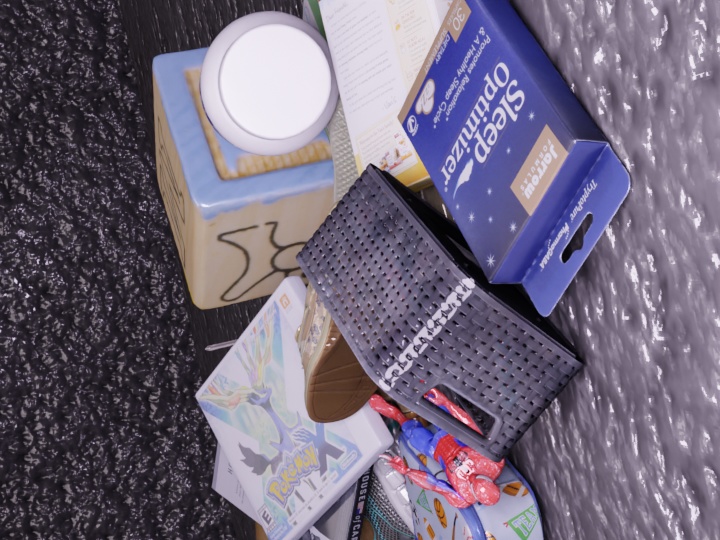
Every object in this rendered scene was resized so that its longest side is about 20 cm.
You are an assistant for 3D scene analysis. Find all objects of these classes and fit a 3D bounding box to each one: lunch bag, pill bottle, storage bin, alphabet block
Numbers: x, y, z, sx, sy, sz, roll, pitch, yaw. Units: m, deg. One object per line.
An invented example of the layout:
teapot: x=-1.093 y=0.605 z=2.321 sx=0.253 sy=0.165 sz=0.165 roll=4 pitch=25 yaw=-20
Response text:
lunch bag: x=0.097 y=0.228 z=1.071 sx=0.200 sy=0.075 sz=0.162 roll=-130 pitch=29 yaw=-63
pill bottle: x=-0.079 y=-0.160 z=1.089 sx=0.200 sy=0.118 sz=0.121 roll=-142 pitch=41 yaw=-80
storage bin: x=0.052 y=0.025 z=0.898 sx=0.135 sy=0.094 sz=0.200 roll=34 pitch=-168 yaw=-32
alphabet block: x=-0.107 y=-0.104 z=1.335 sx=0.201 sy=0.193 sz=0.198 roll=104 pitch=152 yaw=-58

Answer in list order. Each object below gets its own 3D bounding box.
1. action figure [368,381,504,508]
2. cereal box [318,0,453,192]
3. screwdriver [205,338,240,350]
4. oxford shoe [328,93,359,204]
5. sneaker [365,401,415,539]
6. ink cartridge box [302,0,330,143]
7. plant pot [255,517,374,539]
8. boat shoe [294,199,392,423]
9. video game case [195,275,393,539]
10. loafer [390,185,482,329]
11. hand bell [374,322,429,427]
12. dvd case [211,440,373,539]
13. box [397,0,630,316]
action figure: x=0.047 y=0.122 z=1.007 sx=0.099 sy=0.065 sz=0.200 roll=39 pitch=-178 yaw=-30
cereal box: x=0.032 y=-0.166 z=0.971 sx=0.143 sy=0.039 sz=0.203 roll=-18 pitch=83 yaw=56
screwdriver: x=-0.058 y=0.057 z=1.261 sx=0.029 sy=0.197 sz=0.028 roll=129 pitch=127 yaw=-76
oxford shoe: x=0.011 y=-0.116 z=1.133 sx=0.201 sy=0.074 sz=0.058 roll=98 pitch=-169 yaw=-49
sneaker: x=0.005 y=0.190 z=1.230 sx=0.091 sy=0.077 sz=0.202 roll=-30 pitch=89 yaw=31
ink cartridge box: x=-0.013 y=-0.208 z=1.172 sx=0.201 sy=0.047 sz=0.147 roll=96 pitch=157 yaw=-58
plant pot: x=-0.036 y=0.248 z=1.334 sx=0.186 sy=0.184 sz=0.202 roll=-137 pitch=32 yaw=-65
boat shoe: x=-0.013 y=0.039 z=1.058 sx=0.063 sy=0.072 sz=0.202 roll=55 pitch=140 yaw=47
video game case: x=-0.069 y=0.137 z=1.188 sx=0.200 sy=0.022 sz=0.183 roll=-50 pitch=62 yaw=39
loafer: x=0.052 y=-0.009 z=1.042 sx=0.075 sy=0.069 sz=0.203 roll=150 pitch=106 yaw=-75
hand bell: x=0.052 y=0.140 z=1.189 sx=0.202 sy=0.103 sz=0.104 roll=66 pitch=167 yaw=-8
dvd case: x=-0.069 y=0.188 z=1.230 sx=0.199 sy=0.025 sz=0.152 roll=27 pitch=115 yaw=41
box: x=0.093 y=-0.082 z=0.822 sx=0.201 sy=0.032 sz=0.122 roll=63 pitch=140 yaw=37
